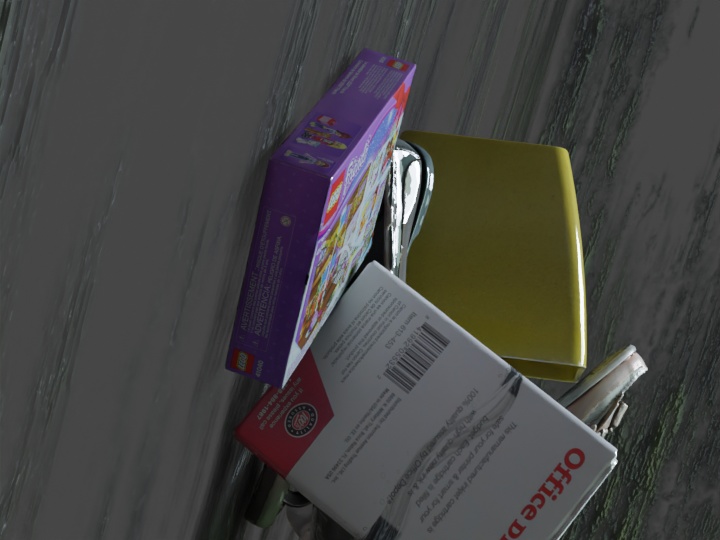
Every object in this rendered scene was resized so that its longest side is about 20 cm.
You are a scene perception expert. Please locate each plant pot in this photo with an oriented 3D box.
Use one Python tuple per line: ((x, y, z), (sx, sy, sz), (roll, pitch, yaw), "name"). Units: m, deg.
((0.093, -0.012, 1.341), (0.200, 0.199, 0.177), (56, 42, -80), "plant pot")

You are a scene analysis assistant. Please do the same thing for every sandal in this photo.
((-0.036, 0.143, 1.205), (0.201, 0.057, 0.080), (-57, 164, -70), "sandal")

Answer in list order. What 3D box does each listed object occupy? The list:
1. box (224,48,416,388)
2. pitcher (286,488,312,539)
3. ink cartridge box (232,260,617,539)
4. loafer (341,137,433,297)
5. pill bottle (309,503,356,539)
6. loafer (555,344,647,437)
((-0.021, -0.037, 0.971), (0.200, 0.039, 0.137), (-58, 165, -61), "box")
((0.043, 0.138, 1.338), (0.200, 0.121, 0.172), (-47, -178, 46), "pitcher")
((0.042, 0.115, 1.040), (0.145, 0.200, 0.084), (-51, 170, -7), "ink cartridge box")
((0.000, 0.000, 1.168), (0.063, 0.072, 0.201), (15, 85, -63), "loafer")
((0.018, 0.212, 1.169), (0.114, 0.113, 0.201), (-59, 157, -60), "pill bottle")
((0.169, 0.147, 1.356), (0.200, 0.063, 0.072), (-40, 172, -5), "loafer")
